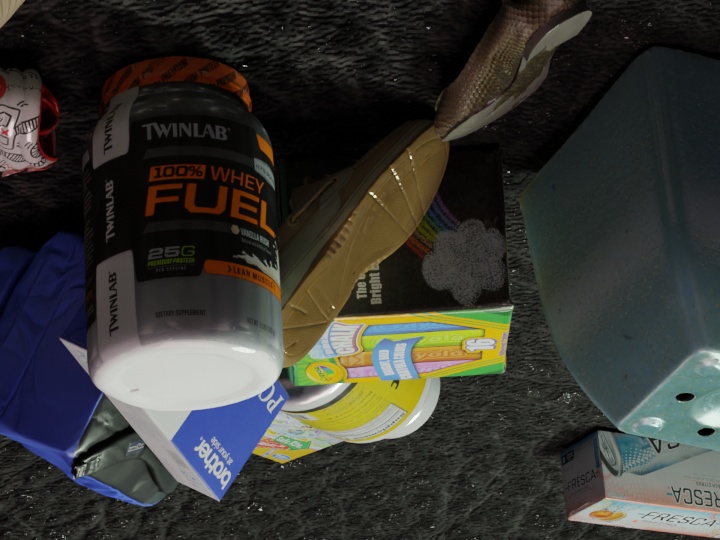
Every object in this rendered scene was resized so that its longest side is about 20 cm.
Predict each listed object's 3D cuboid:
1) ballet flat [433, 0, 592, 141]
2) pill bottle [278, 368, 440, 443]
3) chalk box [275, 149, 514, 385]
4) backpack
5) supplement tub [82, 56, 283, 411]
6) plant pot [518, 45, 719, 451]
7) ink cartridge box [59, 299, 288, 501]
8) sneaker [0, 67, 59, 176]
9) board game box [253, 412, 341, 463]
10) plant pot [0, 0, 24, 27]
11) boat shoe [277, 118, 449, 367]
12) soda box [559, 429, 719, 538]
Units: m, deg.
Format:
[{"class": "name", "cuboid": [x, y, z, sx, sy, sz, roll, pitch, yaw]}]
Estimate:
[{"class": "ballet flat", "cuboid": [0.087, -0.134, 1.574, 0.067, 0.046, 0.200, -30, 171, -22]}, {"class": "pill bottle", "cuboid": [-0.012, 0.068, 1.910, 0.111, 0.112, 0.200, -13, 162, 18]}, {"class": "chalk box", "cuboid": [0.000, 0.000, 1.754, 0.199, 0.125, 0.124, -3, 156, -1]}, {"class": "backpack", "cuboid": [-0.188, 0.067, 1.830, 0.167, 0.163, 0.200, 28, 173, 25]}, {"class": "supplement tub", "cuboid": [-0.112, -0.024, 1.585, 0.122, 0.201, 0.123, -4, 157, -2]}, {"class": "plant pot", "cuboid": [0.236, 0.006, 1.669, 0.195, 0.201, 0.196, 11, 146, -21]}, {"class": "ink cartridge box", "cuboid": [-0.122, 0.066, 1.723, 0.044, 0.094, 0.200, 21, 158, 33]}, {"class": "sneaker", "cuboid": [-0.249, -0.068, 1.626, 0.107, 0.067, 0.202, 3, 153, -9]}, {"class": "board game box", "cuboid": [-0.080, 0.102, 2.078, 0.134, 0.034, 0.200, -22, 150, 34]}, {"class": "plant pot", "cuboid": [-0.257, -0.165, 1.378, 0.200, 0.093, 0.201, -4, 156, -2]}, {"class": "boat shoe", "cuboid": [-0.021, -0.030, 1.660, 0.069, 0.200, 0.074, 27, 155, 32]}, {"class": "soda box", "cuboid": [0.281, 0.196, 2.305, 0.199, 0.069, 0.064, 10, 152, -30]}]
